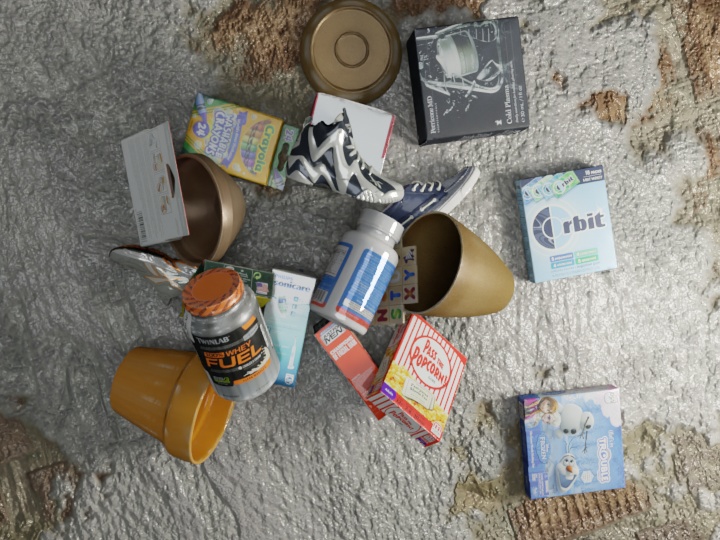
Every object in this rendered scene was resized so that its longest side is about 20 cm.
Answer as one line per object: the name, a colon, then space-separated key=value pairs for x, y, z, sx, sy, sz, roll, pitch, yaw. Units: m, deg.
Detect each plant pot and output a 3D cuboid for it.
plant pot: x=0.186 y=0.010 z=1.403 sx=0.198 sy=0.186 sz=0.189 roll=18 pitch=93 yaw=-37
plant pot: x=-0.343 y=0.224 z=1.381 sx=0.181 sy=0.200 sz=0.203 roll=17 pitch=92 yaw=10
plant pot: x=-0.273 y=-0.113 z=1.381 sx=0.092 sy=0.199 sz=0.204 roll=-11 pitch=96 yaw=-43
plant pot: x=-0.017 y=-0.415 z=1.436 sx=0.197 sy=0.027 sz=0.204 roll=0 pitch=94 yaw=-4

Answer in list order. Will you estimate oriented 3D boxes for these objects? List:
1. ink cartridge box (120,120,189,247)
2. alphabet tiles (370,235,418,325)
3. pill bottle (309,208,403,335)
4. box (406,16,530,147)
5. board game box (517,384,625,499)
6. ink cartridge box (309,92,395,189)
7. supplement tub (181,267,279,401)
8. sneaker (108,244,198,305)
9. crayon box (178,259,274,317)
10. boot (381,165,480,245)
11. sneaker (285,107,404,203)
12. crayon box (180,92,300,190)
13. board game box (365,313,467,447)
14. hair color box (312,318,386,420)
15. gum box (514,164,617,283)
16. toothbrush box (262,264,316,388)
ink cartridge box: x=-0.355 y=-0.153 z=1.360 sx=0.043 sy=0.172 sz=0.203 roll=-13 pitch=94 yaw=-46
alphabet tiles: x=0.027 y=0.016 z=1.397 sx=0.006 sy=0.198 sz=0.169 roll=6 pitch=80 yaw=-46
pill bottle: x=0.000 y=0.000 z=1.326 sx=0.111 sy=0.112 sz=0.202 roll=27 pitch=83 yaw=-6
box: x=0.197 y=-0.347 z=1.411 sx=0.193 sy=0.124 sz=0.203 roll=-8 pitch=94 yaw=-2
board game box: x=0.420 y=0.339 z=1.509 sx=0.196 sy=0.043 sz=0.203 roll=-6 pitch=94 yaw=-5
ink cartridge box: x=-0.034 y=-0.217 z=1.362 sx=0.142 sy=0.200 sz=0.148 roll=14 pitch=94 yaw=-7
supplement tub: x=-0.211 y=0.103 z=1.227 sx=0.121 sy=0.123 sz=0.202 roll=-18 pitch=127 yaw=-3
sneaker: x=-0.376 y=0.014 z=1.415 sx=0.197 sy=0.076 sz=0.093 roll=17 pitch=97 yaw=-4
crayon box: x=-0.244 y=0.045 z=1.353 sx=0.125 sy=0.200 sz=0.052 roll=12 pitch=67 yaw=-22
boot: x=0.132 y=-0.144 z=1.440 sx=0.090 sy=0.073 sz=0.200 roll=44 pitch=90 yaw=-11
sneaker: x=-0.014 y=-0.190 z=1.224 sx=0.196 sy=0.080 sz=0.131 roll=16 pitch=103 yaw=3
crayon box: x=-0.223 y=-0.239 z=1.419 sx=0.197 sy=0.052 sz=0.128 roll=16 pitch=92 yaw=-6
board game box: x=0.108 y=0.197 z=1.404 sx=0.151 sy=0.046 sz=0.201 roll=41 pitch=46 yaw=-15
hair color box: x=-0.008 y=0.175 z=1.432 sx=0.064 sy=0.111 sz=0.201 roll=-38 pitch=96 yaw=-2
gum box: x=0.400 y=-0.090 z=1.480 sx=0.167 sy=0.045 sz=0.203 roll=-11 pitch=95 yaw=-3
toothbrush box: x=-0.140 y=0.097 z=1.400 sx=0.084 sy=0.146 sz=0.203 roll=12 pitch=93 yaw=-5
